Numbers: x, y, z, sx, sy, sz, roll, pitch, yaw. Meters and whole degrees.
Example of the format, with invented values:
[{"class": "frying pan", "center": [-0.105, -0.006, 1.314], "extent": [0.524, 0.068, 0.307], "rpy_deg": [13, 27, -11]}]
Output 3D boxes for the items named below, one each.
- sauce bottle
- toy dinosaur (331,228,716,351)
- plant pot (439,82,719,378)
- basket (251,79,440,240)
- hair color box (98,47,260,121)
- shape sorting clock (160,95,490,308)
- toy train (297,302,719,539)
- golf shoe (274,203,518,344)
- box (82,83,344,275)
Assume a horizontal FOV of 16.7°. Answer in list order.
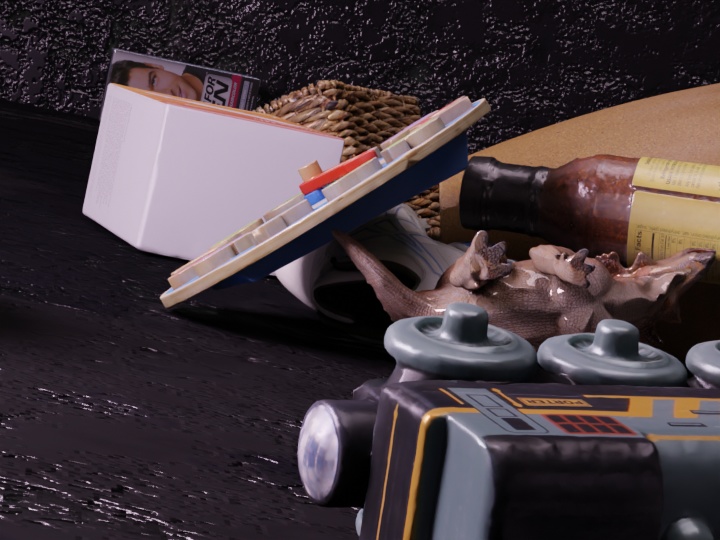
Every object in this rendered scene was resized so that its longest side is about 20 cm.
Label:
[{"class": "sauce bottle", "center": [0.154, -0.031, 1.318], "extent": [0.199, 0.066, 0.066], "rpy_deg": [10, 4, 16]}, {"class": "toy dinosaur", "center": [0.080, 0.021, 1.233], "extent": [0.199, 0.086, 0.136], "rpy_deg": [8, 5, -1]}, {"class": "plant pot", "center": [0.146, -0.019, 1.429], "extent": [0.199, 0.187, 0.186], "rpy_deg": [-1, 4, 2]}, {"class": "basket", "center": [-0.023, -0.074, 2.221], "extent": [0.142, 0.149, 0.200], "rpy_deg": [-22, -11, 24]}, {"class": "hair color box", "center": [-0.241, -0.227, 3.263], "extent": [0.199, 0.099, 0.061], "rpy_deg": [11, 5, -10]}, {"class": "shape sorting clock", "center": [-0.019, -0.038, 1.282], "extent": [0.200, 0.039, 0.200], "rpy_deg": [-27, 3, 1]}, {"class": "toy train", "center": [0.084, 0.064, 0.715], "extent": [0.199, 0.085, 0.114], "rpy_deg": [4, 14, -24]}, {"class": "golf shoe", "center": [0.000, 0.000, 1.347], "extent": [0.097, 0.079, 0.200], "rpy_deg": [0, 11, -41]}, {"class": "box", "center": [-0.103, -0.062, 1.655], "extent": [0.124, 0.098, 0.200], "rpy_deg": [10, 5, -18]}]
